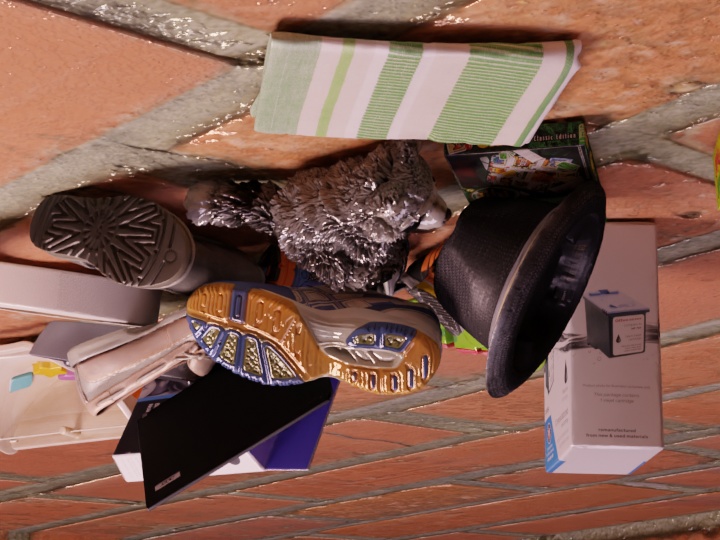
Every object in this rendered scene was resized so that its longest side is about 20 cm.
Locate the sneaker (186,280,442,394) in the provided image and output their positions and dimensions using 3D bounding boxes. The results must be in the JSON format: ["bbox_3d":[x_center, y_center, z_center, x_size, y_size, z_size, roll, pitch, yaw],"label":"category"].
[{"bbox_3d":[-0.034,0.045,1.287,0.200,0.075,0.088,14,-155,3],"label":"sneaker"}]

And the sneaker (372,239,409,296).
[{"bbox_3d":[0.000,0.000,1.396,0.074,0.089,0.200,-6,165,10],"label":"sneaker"}]

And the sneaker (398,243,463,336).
[{"bbox_3d":[0.090,0.003,1.449,0.090,0.070,0.200,-46,-176,0],"label":"sneaker"}]

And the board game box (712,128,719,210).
[{"bbox_3d":[0.362,-0.087,1.198,0.200,0.048,0.102,-4,164,6],"label":"board game box"}]

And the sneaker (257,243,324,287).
[{"bbox_3d":[-0.072,0.037,1.507,0.078,0.075,0.200,18,163,-13],"label":"sneaker"}]

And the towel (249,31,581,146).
[{"bbox_3d":[0.033,-0.120,1.088,0.200,0.023,0.153,2,164,-9],"label":"towel"}]

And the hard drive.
[{"bbox_3d":[-0.189,0.080,1.517,0.200,0.042,0.135,6,173,34],"label":"hard drive"}]

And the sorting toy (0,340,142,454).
[{"bbox_3d":[-0.338,0.119,1.777,0.200,0.107,0.180,-8,156,23],"label":"sorting toy"}]

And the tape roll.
[{"bbox_3d":[-0.273,0.020,1.436,0.202,0.037,0.203,8,175,1],"label":"tape roll"}]

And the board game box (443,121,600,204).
[{"bbox_3d":[0.131,-0.069,1.279,0.105,0.024,0.200,-6,164,11],"label":"board game box"}]

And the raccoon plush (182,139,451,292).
[{"bbox_3d":[-0.034,-0.049,1.219,0.200,0.097,0.134,-1,157,-3],"label":"raccoon plush"}]

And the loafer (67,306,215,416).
[{"bbox_3d":[-0.149,0.068,1.383,0.200,0.063,0.072,-18,170,17],"label":"loafer"}]

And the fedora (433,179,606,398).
[{"bbox_3d":[0.112,0.001,1.267,0.092,0.201,0.201,27,173,18],"label":"fedora"}]

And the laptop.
[{"bbox_3d":[-0.085,0.125,1.383,0.177,0.103,0.200,-31,159,8],"label":"laptop"}]

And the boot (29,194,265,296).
[{"bbox_3d":[-0.147,-0.005,1.344,0.182,0.073,0.200,20,174,39],"label":"boot"}]

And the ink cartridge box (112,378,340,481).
[{"bbox_3d":[-0.117,0.111,1.582,0.200,0.198,0.043,-6,131,24],"label":"ink cartridge box"}]

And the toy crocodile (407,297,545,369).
[{"bbox_3d":[0.105,0.053,1.566,0.067,0.062,0.200,-16,-165,-35],"label":"toy crocodile"}]

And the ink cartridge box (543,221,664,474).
[{"bbox_3d":[0.213,0.071,1.464,0.086,0.200,0.146,0,164,-3],"label":"ink cartridge box"}]
